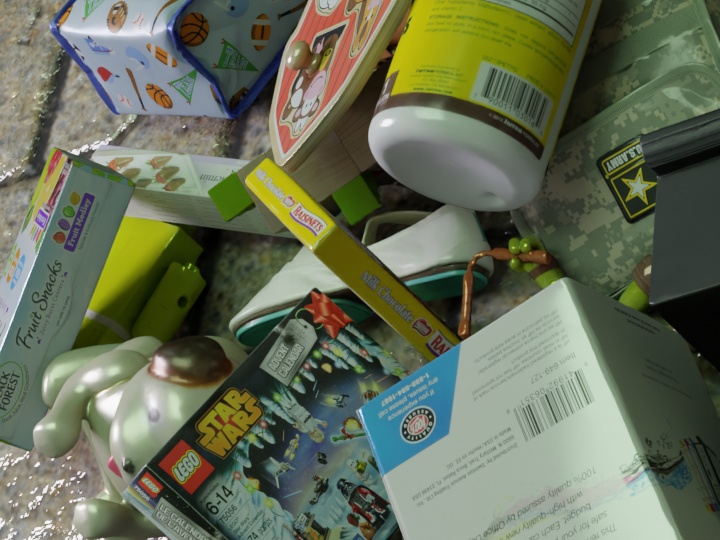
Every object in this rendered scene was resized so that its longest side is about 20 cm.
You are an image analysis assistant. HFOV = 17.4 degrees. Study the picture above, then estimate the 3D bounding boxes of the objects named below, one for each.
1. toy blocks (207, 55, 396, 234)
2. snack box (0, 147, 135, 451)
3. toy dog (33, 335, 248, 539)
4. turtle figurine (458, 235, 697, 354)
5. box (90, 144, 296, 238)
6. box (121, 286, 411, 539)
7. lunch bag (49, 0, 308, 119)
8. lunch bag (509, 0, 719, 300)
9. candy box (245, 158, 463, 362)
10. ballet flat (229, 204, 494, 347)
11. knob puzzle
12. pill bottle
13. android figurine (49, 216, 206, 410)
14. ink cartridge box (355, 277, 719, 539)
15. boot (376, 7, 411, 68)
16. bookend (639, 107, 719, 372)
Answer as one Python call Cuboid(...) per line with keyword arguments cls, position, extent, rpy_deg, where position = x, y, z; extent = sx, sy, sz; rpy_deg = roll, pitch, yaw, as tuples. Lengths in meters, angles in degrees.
Cuboid(cls="toy blocks", position=(0.009, -0.091, 1.617), extent=(0.200, 0.137, 0.100), rpy_deg=(-35, 83, 18))
Cuboid(cls="snack box", position=(-0.227, 0.017, 1.680), extent=(0.142, 0.053, 0.201), rpy_deg=(-151, 82, -76))
Cuboid(cls="toy dog", position=(-0.113, 0.108, 1.530), extent=(0.193, 0.140, 0.200), rpy_deg=(-13, 0, -9))
Cuboid(cls="turtle figurine", position=(0.157, 0.050, 1.384), extent=(0.161, 0.064, 0.200), rpy_deg=(-33, 67, 23))
Cuboid(cls="box", position=(-0.116, -0.058, 1.737), extent=(0.199, 0.041, 0.039), rpy_deg=(7, 55, 32))
Cuboid(cls="box", position=(-0.034, 0.114, 1.414), extent=(0.200, 0.137, 0.040), rpy_deg=(-48, -1, -46))
Cuboid(cls="lunch bag", position=(-0.119, -0.227, 1.860), extent=(0.170, 0.124, 0.200), rpy_deg=(10, 53, 48))
Cuboid(cls="lunch bag", position=(0.175, -0.082, 1.452), extent=(0.164, 0.117, 0.200), rpy_deg=(-32, 48, 25))
Cuboid(cls="candy box", position=(0.014, 0.013, 1.460), extent=(0.026, 0.200, 0.102), rpy_deg=(-48, 38, -1))
Cuboid(cls="ballet flat", position=(0.000, 0.000, 1.589), extent=(0.199, 0.069, 0.070), rpy_deg=(-17, 49, 28))
Cuboid(cls="knob puzzle", position=(-0.018, -0.158, 1.488), extent=(0.220, 0.030, 0.220), rpy_deg=(-52, 22, 32))
Cuboid(cls="pill bottle", position=(0.083, -0.144, 1.412), extent=(0.109, 0.109, 0.201), rpy_deg=(-1, 61, 44))
Cuboid(cls="android figurine", position=(-0.195, 0.016, 1.793), extent=(0.182, 0.041, 0.200), rpy_deg=(16, 69, 49))
Cuboid(cls="ink cartridge box", position=(0.121, 0.137, 1.257), extent=(0.147, 0.145, 0.200), rpy_deg=(-33, 60, 22))
Cuboid(cls="boot", position=(0.021, -0.184, 1.627), extent=(0.155, 0.200, 0.077), rpy_deg=(-13, 83, 29))
Cuboid(cls="bookend", position=(0.230, 0.047, 1.222), extent=(0.092, 0.200, 0.199), rpy_deg=(-18, 47, 34))
